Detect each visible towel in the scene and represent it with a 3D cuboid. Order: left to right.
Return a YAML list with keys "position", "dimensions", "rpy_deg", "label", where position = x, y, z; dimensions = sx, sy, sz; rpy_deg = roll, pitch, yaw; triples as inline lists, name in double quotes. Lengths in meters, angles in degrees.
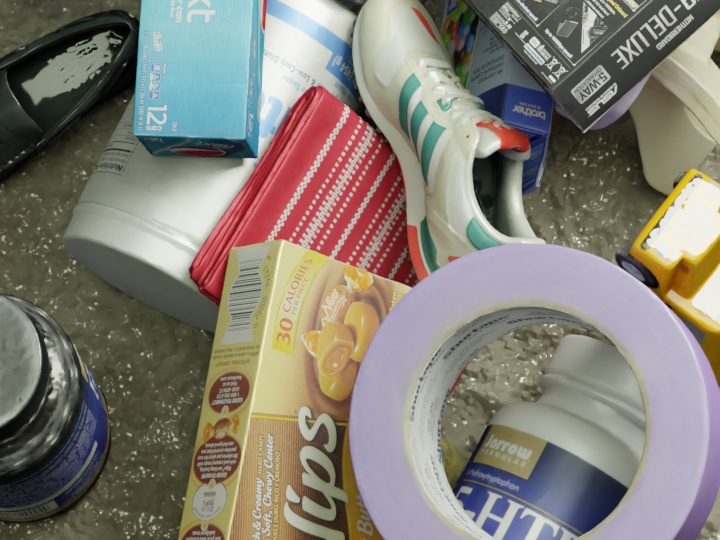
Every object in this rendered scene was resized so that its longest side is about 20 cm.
- position: [0.000, 0.000, 1.671]
  dimensions: [0.200, 0.022, 0.145]
  rpy_deg: [39, 76, -33]
  label: "towel"

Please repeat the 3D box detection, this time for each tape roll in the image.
- position: [0.098, 0.090, 1.530]
  dimensions: [0.198, 0.085, 0.202]
  rpy_deg: [-2, 81, 14]
  label: "tape roll"

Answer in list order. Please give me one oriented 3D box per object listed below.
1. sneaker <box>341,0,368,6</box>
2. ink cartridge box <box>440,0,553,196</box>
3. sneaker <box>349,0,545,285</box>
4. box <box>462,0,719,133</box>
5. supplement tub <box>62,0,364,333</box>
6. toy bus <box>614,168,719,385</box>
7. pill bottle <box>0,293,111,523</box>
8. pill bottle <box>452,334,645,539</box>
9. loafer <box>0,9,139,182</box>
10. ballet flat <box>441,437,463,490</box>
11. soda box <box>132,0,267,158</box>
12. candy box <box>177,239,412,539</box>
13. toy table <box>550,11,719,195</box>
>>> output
- position: [-0.001, -0.223, 1.731]
  dimensions: [0.081, 0.071, 0.200]
  rpy_deg: [11, 31, 16]
  label: "sneaker"
- position: [0.084, -0.137, 1.714]
  dimensions: [0.042, 0.119, 0.202]
  rpy_deg: [11, 75, -20]
  label: "ink cartridge box"
- position: [0.060, -0.083, 1.629]
  dimensions: [0.070, 0.093, 0.201]
  rpy_deg: [-2, 72, -40]
  label: "sneaker"
- position: [0.126, -0.199, 1.607]
  dimensions: [0.158, 0.050, 0.200]
  rpy_deg: [-42, 50, 4]
  label: "box"
- position: [-0.082, -0.076, 1.700]
  dimensions: [0.131, 0.132, 0.201]
  rpy_deg: [24, 77, 8]
  label: "supplement tub"
- position: [0.193, 0.013, 1.626]
  dimensions: [0.078, 0.200, 0.065]
  rpy_deg: [38, 76, 12]
  label: "toy bus"
- position: [-0.212, 0.077, 1.627]
  dimensions: [0.111, 0.200, 0.113]
  rpy_deg: [-1, 75, 2]
  label: "pill bottle"
- position: [0.112, 0.146, 1.637]
  dimensions: [0.119, 0.120, 0.201]
  rpy_deg: [27, 77, 9]
  label: "pill bottle"
- position: [-0.221, -0.101, 1.740]
  dimensions: [0.200, 0.070, 0.068]
  rpy_deg: [-34, 86, -6]
  label: "loafer"
- position: [-0.023, 0.164, 1.663]
  dimensions: [0.199, 0.071, 0.071]
  rpy_deg: [-26, 75, -4]
  label: "ballet flat"
- position: [-0.089, -0.169, 1.613]
  dimensions: [0.067, 0.064, 0.202]
  rpy_deg: [2, 83, 5]
  label: "soda box"
- position: [-0.033, 0.095, 1.591]
  dimensions: [0.115, 0.055, 0.202]
  rpy_deg: [20, 73, -35]
  label: "candy box"
- position: [0.194, -0.141, 1.685]
  dimensions: [0.117, 0.184, 0.201]
  rpy_deg: [27, 43, -15]
  label: "toy table"
